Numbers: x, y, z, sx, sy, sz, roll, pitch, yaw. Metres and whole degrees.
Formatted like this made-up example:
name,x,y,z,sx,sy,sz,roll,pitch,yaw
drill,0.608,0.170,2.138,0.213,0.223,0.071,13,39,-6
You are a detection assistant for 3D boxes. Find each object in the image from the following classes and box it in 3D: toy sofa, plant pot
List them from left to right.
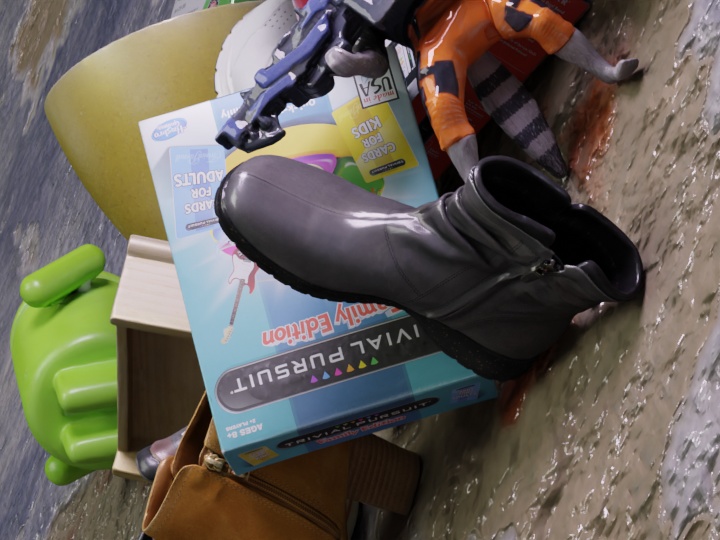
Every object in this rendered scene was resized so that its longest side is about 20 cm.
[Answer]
name,x,y,z,sx,sy,sz,roll,pitch,yaw
toy sofa,-0.113,0.052,1.717,0.200,0.082,0.098,96,-175,-55
plant pot,-0.095,-0.072,1.771,0.200,0.199,0.143,-40,65,55

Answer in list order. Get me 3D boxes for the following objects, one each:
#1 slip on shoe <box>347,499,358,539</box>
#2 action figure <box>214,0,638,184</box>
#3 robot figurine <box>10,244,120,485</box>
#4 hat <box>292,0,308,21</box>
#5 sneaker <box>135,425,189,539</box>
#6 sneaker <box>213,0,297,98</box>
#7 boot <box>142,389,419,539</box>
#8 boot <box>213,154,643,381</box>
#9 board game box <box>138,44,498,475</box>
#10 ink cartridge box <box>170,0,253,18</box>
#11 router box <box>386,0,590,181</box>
name,x,y,z,sx,sy,sz,roll,pitch,yaw
slip on shoe,-0.042,0.119,1.612,0.074,0.061,0.201,-55,27,35
action figure,0.022,-0.113,1.426,0.200,0.194,0.105,-45,-21,4
robot figurine,-0.200,0.072,1.982,0.200,0.115,0.176,-119,20,-63
hat,-0.078,-0.210,1.562,0.176,0.166,0.200,-53,16,-28
sneaker,-0.094,0.167,1.577,0.077,0.081,0.201,-117,15,-55
sneaker,-0.044,-0.090,1.642,0.087,0.074,0.201,-34,44,42
boot,-0.058,0.170,1.486,0.071,0.143,0.202,-1,72,70
boot,0.036,-0.026,1.337,0.132,0.199,0.070,-46,25,56
board game box,-0.024,-0.007,1.452,0.047,0.150,0.201,68,-174,-69
ink cartridge box,-0.066,-0.238,1.941,0.146,0.084,0.201,-10,64,68
router box,0.047,-0.157,1.579,0.180,0.049,0.200,-48,29,26
